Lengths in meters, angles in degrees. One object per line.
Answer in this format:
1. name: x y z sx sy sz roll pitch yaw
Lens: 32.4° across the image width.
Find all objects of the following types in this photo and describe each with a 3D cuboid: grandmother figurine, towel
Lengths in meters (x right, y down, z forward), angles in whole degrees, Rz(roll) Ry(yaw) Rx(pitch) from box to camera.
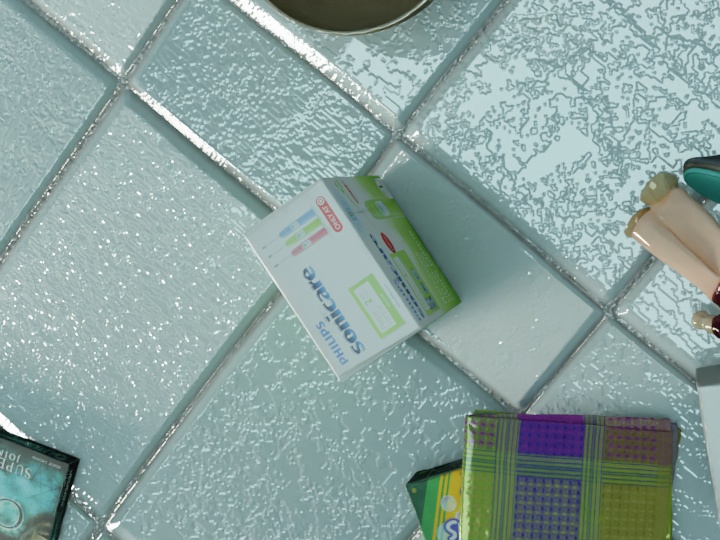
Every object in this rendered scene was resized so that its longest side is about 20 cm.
1. grandmother figurine: 0.305 0.011 1.026 0.200 0.061 0.121 48 150 32
2. towel: 0.185 0.197 1.090 0.200 0.023 0.144 4 87 -7

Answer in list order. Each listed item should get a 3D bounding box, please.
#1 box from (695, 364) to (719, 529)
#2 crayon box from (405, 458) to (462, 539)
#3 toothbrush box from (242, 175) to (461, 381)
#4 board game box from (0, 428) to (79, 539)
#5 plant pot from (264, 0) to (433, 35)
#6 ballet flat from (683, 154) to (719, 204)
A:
1. box: 0.390 0.134 1.034 0.200 0.097 0.125 -9 93 15
2. crayon box: 0.136 0.267 1.137 0.126 0.052 0.200 -20 90 16
3. toothbrush box: 0.000 0.000 1.071 0.086 0.200 0.146 -35 85 15
4. board game box: -0.399 0.226 1.285 0.200 0.028 0.135 18 99 12
5. plant pot: 0.005 -0.299 1.074 0.200 0.134 0.201 1 95 14
6. ballet flat: 0.373 -0.064 1.041 0.200 0.073 0.073 26 101 17
